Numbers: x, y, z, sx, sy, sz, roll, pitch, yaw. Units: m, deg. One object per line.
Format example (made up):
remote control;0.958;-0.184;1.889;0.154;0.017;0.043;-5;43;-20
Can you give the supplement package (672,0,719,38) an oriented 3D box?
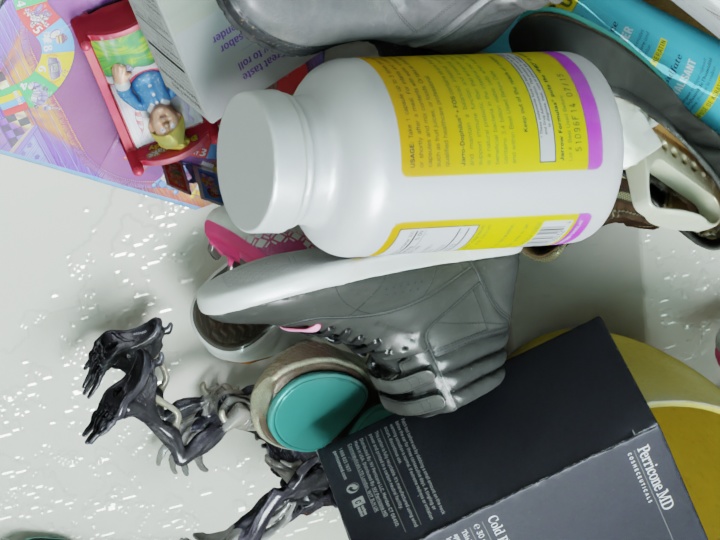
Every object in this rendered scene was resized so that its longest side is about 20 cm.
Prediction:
supplement package;0.233;-0.223;1.591;0.191;0.147;0.200;33;95;-34

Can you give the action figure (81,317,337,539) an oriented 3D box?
action figure;-0.080;0.110;1.785;0.200;0.119;0.102;32;107;-29

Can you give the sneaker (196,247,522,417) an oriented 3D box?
sneaker;0.005;0.036;1.607;0.200;0.071;0.099;-8;100;-32

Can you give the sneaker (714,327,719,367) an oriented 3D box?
sneaker;0.304;-0.002;1.861;0.200;0.081;0.088;-32;128;-5

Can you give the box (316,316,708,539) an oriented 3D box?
box;0.101;0.159;1.705;0.182;0.104;0.200;-24;130;1

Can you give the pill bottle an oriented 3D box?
pill bottle;0.030;-0.061;1.561;0.200;0.104;0.104;-3;127;-27

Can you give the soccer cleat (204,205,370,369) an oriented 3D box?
soccer cleat;0.000;0.000;1.680;0.200;0.070;0.086;35;83;-31

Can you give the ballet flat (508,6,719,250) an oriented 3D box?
ballet flat;0.156;-0.073;1.672;0.068;0.069;0.200;-20;139;40

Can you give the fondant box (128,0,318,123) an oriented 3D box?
fondant box;-0.065;-0.199;1.571;0.144;0.058;0.200;-34;132;-15

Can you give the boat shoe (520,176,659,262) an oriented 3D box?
boat shoe;0.107;-0.042;1.726;0.202;0.075;0.075;18;82;-45

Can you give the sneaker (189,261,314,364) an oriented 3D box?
sneaker;-0.012;-0.018;1.757;0.200;0.073;0.085;-36;164;-1

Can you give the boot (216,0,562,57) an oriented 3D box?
boot;0.028;-0.160;1.532;0.132;0.070;0.200;-26;161;40

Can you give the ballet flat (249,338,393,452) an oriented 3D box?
ballet flat;-0.020;0.072;1.753;0.067;0.062;0.200;-49;152;10

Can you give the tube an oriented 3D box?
tube;0.139;-0.131;1.694;0.200;0.050;0.078;20;110;-25

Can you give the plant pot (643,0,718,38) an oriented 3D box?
plant pot;0.168;-0.159;1.724;0.200;0.028;0.200;-9;129;-12

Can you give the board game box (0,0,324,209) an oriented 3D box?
board game box;-0.110;-0.102;1.661;0.200;0.039;0.158;16;119;-29

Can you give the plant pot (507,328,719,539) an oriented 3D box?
plant pot;0.143;0.117;1.848;0.200;0.142;0.200;-10;128;-13

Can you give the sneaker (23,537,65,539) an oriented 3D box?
sneaker;-0.148;0.245;1.893;0.200;0.078;0.140;14;122;-16
